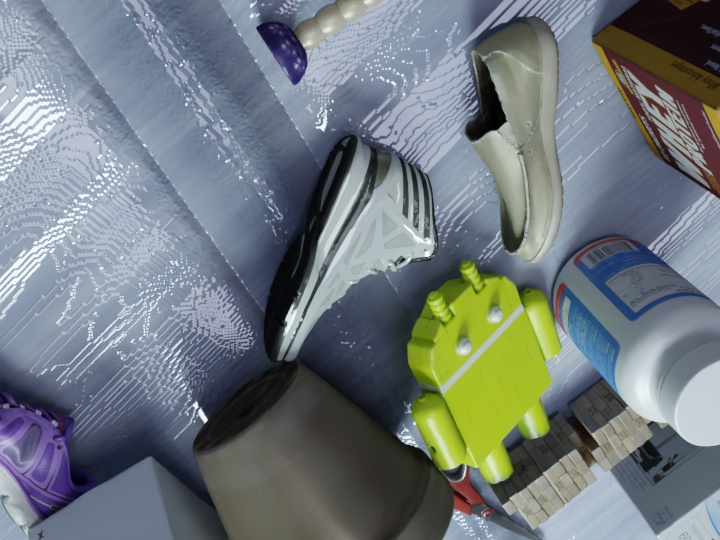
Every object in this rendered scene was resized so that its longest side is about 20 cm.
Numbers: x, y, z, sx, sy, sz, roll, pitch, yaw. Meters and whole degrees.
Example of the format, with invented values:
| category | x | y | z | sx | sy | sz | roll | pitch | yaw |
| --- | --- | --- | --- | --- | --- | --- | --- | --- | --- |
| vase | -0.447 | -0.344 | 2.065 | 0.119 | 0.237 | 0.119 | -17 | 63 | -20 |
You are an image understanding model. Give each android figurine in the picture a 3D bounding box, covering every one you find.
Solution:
| category | x | y | z | sx | sy | sz | roll | pitch | yaw |
| --- | --- | --- | --- | --- | --- | --- | --- | --- | --- |
| android figurine | 0.111 | 0.087 | 0.858 | 0.182 | 0.041 | 0.201 | -39 | 120 | -30 |

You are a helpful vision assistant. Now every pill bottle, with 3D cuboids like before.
| category | x | y | z | sx | sy | sz | roll | pitch | yaw |
| --- | --- | --- | --- | --- | --- | --- | --- | --- | --- |
| pill bottle | 0.254 | 0.060 | 0.827 | 0.111 | 0.200 | 0.113 | -6 | 118 | -12 |

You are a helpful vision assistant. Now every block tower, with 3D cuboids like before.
| category | x | y | z | sx | sy | sz | roll | pitch | yaw |
| --- | --- | --- | --- | --- | --- | --- | --- | --- | --- |
| block tower | 0.220 | 0.170 | 0.951 | 0.199 | 0.054 | 0.058 | -37 | 119 | 1 |

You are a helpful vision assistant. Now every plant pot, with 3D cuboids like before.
| category | x | y | z | sx | sy | sz | roll | pitch | yaw |
| --- | --- | --- | --- | --- | --- | --- | --- | --- | --- |
| plant pot | -0.048 | 0.182 | 0.826 | 0.199 | 0.200 | 0.174 | -36 | 103 | 4 |

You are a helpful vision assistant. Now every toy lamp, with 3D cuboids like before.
| category | x | y | z | sx | sy | sz | roll | pitch | yaw |
| --- | --- | --- | --- | --- | --- | --- | --- | --- | --- |
| toy lamp | 0.020 | -0.212 | 0.711 | 0.199 | 0.058 | 0.058 | -34 | 120 | 5 |

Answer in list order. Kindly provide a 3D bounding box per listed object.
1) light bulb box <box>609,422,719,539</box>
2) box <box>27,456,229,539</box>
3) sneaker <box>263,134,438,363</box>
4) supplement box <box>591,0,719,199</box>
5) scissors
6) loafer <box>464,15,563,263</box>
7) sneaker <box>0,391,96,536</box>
| category | x | y | z | sx | sy | sz | roll | pitch | yaw |
| --- | --- | --- | --- | --- | --- | --- | --- | --- | --- |
| light bulb box | 0.396 | 0.227 | 0.993 | 0.200 | 0.125 | 0.198 | -38 | 119 | 6 |
| box | -0.174 | 0.270 | 0.839 | 0.124 | 0.098 | 0.200 | -31 | 138 | 1 |
| sneaker | 0.000 | 0.000 | 0.798 | 0.115 | 0.076 | 0.202 | 19 | 107 | -21 |
| supplement box | 0.325 | -0.164 | 0.738 | 0.199 | 0.198 | 0.133 | -38 | 119 | 6 |
| scissors | 0.116 | 0.247 | 0.991 | 0.073 | 0.014 | 0.200 | -39 | 120 | 3 |
| loafer | 0.121 | -0.102 | 0.787 | 0.068 | 0.076 | 0.202 | -8 | 108 | -10 |
| sneaker | -0.286 | 0.130 | 0.796 | 0.083 | 0.081 | 0.201 | -32 | 130 | -13 |
